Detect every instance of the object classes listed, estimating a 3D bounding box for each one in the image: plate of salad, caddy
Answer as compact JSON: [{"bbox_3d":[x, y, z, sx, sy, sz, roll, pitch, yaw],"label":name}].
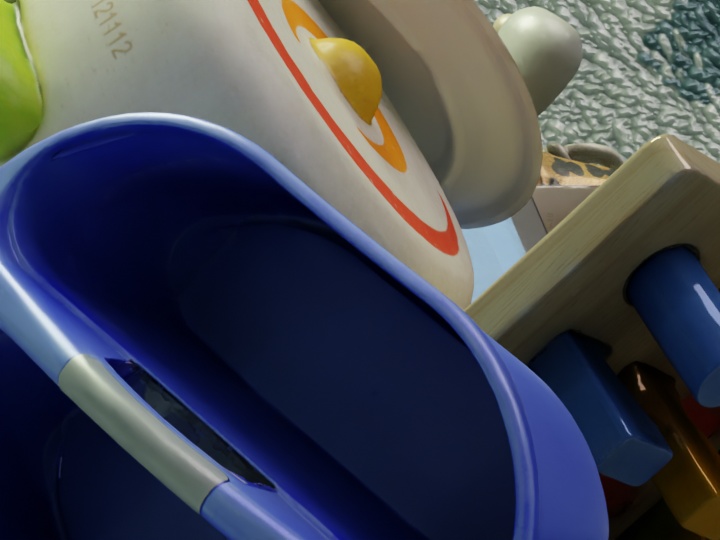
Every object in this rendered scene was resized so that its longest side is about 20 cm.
[{"bbox_3d":[-0.010,-0.094,1.069,0.200,0.048,0.200,30,-27,17],"label":"plate of salad"},{"bbox_3d":[-0.034,0.050,0.719,0.200,0.142,0.105,38,4,28],"label":"caddy"}]

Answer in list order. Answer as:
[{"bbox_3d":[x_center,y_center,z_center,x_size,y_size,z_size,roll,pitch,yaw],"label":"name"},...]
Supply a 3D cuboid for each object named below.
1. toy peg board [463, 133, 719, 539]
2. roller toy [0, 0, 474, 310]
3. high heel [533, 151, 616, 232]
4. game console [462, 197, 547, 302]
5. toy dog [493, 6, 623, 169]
[{"bbox_3d":[0.099,0.081,0.934,0.199,0.200,0.098,25,27,-51],"label":"toy peg board"},{"bbox_3d":[-0.052,-0.031,0.956,0.183,0.140,0.200,57,11,5],"label":"roller toy"},{"bbox_3d":[0.055,-0.036,1.341,0.199,0.072,0.143,17,4,15],"label":"high heel"},{"bbox_3d":[0.000,0.000,1.132,0.176,0.031,0.200,7,39,-23],"label":"game console"},{"bbox_3d":[0.022,-0.054,1.408,0.096,0.200,0.132,51,-8,46],"label":"toy dog"}]
